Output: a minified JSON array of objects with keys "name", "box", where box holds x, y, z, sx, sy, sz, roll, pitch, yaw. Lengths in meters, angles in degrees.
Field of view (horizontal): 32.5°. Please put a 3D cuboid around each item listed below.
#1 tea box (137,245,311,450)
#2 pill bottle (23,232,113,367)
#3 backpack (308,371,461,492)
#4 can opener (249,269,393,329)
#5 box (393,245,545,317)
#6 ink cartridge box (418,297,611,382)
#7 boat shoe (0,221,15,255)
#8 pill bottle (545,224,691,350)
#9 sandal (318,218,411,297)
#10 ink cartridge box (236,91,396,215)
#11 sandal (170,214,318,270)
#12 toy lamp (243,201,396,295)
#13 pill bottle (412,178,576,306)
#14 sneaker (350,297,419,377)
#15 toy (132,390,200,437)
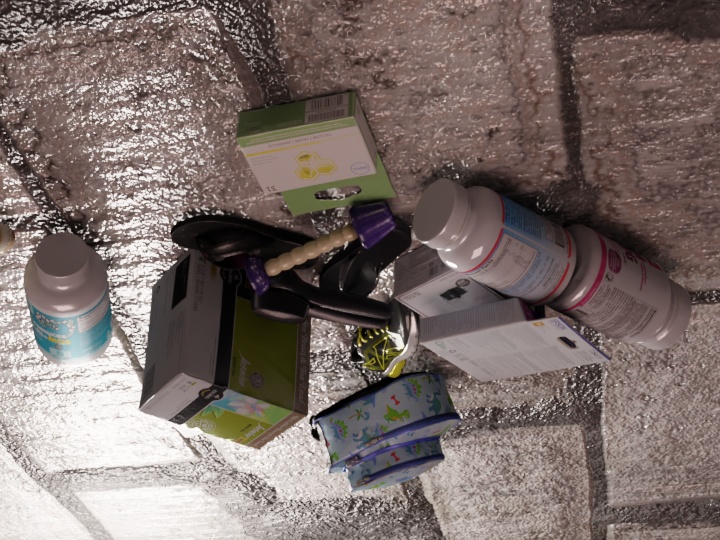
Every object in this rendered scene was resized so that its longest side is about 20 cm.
[{"name":"tea box","box":[-0.178,0.105,1.664,0.195,0.203,0.133,22,141,-27]},{"name":"pill bottle","box":[-0.390,0.035,1.646,0.109,0.112,0.201,4,145,-4]},{"name":"backpack","box":[0.053,0.247,1.893,0.199,0.149,0.182,-32,162,25]},{"name":"can opener","box":[-0.053,0.047,1.642,0.197,0.080,0.063,12,155,-18]},{"name":"box","box":[0.150,0.033,1.677,0.116,0.061,0.199,-27,137,35]},{"name":"ink cartridge box","box":[0.207,0.091,1.633,0.197,0.044,0.196,-14,153,27]},{"name":"boat shoe","box":[-0.537,-0.024,1.597,0.197,0.075,0.069,-9,175,16]},{"name":"pill bottle","box":[0.334,0.027,1.617,0.198,0.115,0.113,24,140,-31]},{"name":"sandal","box":[0.000,0.000,1.645,0.075,0.043,0.200,15,143,-19]},{"name":"ink cartridge box","box":[-0.048,-0.121,1.470,0.143,0.049,0.201,-9,142,13]},{"name":"sandal","box":[-0.148,-0.028,1.603,0.197,0.049,0.076,10,145,-15]},{"name":"toy lamp","box":[-0.049,-0.031,1.563,0.198,0.059,0.058,-26,141,8]},{"name":"pill bottle","box":[0.165,-0.037,1.530,0.198,0.110,0.108,25,139,-30]},{"name":"sneaker","box":[0.033,0.094,1.755,0.083,0.075,0.201,7,145,-8]},{"name":"toy","box":[-0.265,0.204,1.948,0.113,0.048,0.201,-12,147,13]}]
